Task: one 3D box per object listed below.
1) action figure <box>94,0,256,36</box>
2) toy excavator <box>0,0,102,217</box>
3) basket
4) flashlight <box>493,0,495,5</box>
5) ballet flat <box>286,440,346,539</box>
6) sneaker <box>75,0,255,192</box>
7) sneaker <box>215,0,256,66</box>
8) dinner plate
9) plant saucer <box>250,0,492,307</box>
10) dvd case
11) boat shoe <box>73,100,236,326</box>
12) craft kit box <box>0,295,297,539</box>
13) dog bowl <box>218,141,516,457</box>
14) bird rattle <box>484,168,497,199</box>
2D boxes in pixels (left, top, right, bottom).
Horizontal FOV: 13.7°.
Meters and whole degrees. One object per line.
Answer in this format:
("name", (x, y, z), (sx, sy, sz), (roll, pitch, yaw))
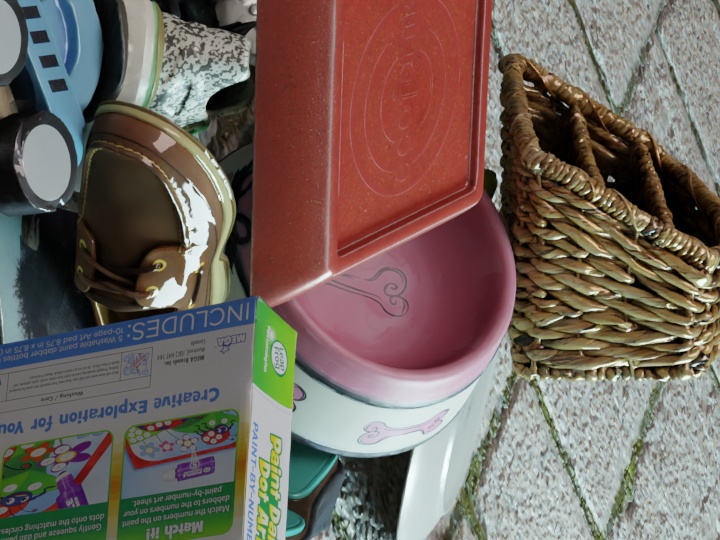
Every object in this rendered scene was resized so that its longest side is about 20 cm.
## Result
("action figure", (-0.116, -0.176, 1.577), (0.200, 0.119, 0.102), (52, 54, -32))
("toy excavator", (-0.171, -0.139, 1.430), (0.200, 0.100, 0.195), (-45, 122, -51))
("basket", (0.155, -0.036, 1.782), (0.200, 0.142, 0.149), (-90, 180, -70))
("flashlight", (-0.018, -0.188, 1.748), (0.200, 0.068, 0.068), (16, 101, -26))
("ballet flat", (-0.057, 0.144, 1.626), (0.200, 0.073, 0.073), (-35, 111, -69))
("sneaker", (-0.100, -0.083, 1.524), (0.200, 0.088, 0.077), (136, -41, -74))
("sneaker", (-0.022, -0.154, 1.823), (0.200, 0.080, 0.077), (-15, 89, -45))
("dinner plate", (0.059, 0.083, 1.834), (0.200, 0.024, 0.201), (14, 90, -81))
("plant saucer", (0.014, -0.094, 1.564), (0.200, 0.037, 0.200), (-26, 124, -52))
("dvd case", (-0.148, 0.066, 1.518), (0.146, 0.022, 0.201), (17, 65, -62))
("boat shoe", (-0.105, -0.010, 1.476), (0.200, 0.072, 0.068), (88, 26, -60))
("craft kit box", (-0.128, 0.122, 1.327), (0.049, 0.199, 0.198), (47, 40, -50))
("dog bowl", (0.000, 0.000, 1.682), (0.200, 0.074, 0.201), (14, 60, -25))
("bird rattle", (-0.016, -0.021, 1.790), (0.163, 0.112, 0.200), (57, 44, -17))
